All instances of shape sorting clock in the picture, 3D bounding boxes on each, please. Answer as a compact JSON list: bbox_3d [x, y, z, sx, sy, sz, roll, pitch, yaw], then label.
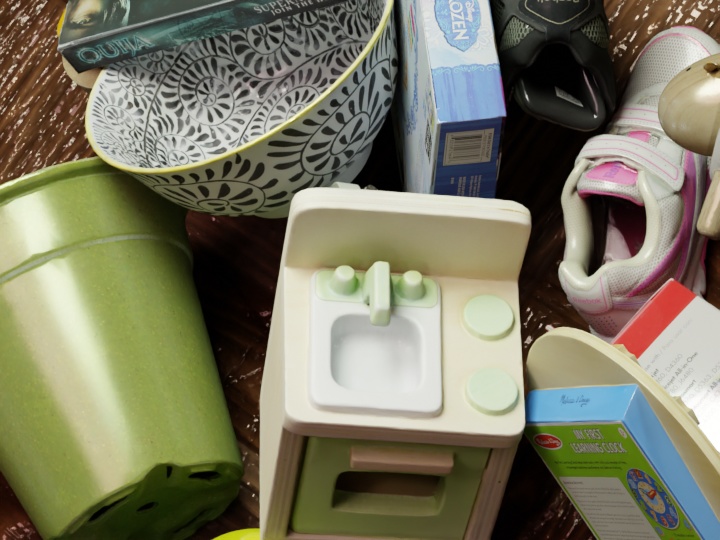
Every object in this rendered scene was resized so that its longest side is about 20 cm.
[{"bbox_3d":[0.153,0.114,1.541,0.039,0.200,0.200,-38,50,-17],"label":"shape sorting clock"}]

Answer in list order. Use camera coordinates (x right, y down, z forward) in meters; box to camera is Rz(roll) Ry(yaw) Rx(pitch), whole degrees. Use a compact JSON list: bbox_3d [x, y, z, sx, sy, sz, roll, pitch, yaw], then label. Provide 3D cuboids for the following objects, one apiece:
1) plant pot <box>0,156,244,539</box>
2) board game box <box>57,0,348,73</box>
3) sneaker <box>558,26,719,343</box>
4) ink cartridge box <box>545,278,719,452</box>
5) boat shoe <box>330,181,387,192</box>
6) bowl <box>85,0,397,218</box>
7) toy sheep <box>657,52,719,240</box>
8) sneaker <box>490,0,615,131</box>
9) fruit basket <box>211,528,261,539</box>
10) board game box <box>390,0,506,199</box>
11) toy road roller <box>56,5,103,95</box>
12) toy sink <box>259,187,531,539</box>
[{"bbox_3d":[-0.158,0.065,1.767,0.200,0.200,0.190,-33,66,14],"label":"plant pot"},{"bbox_3d":[-0.078,-0.195,1.754,0.199,0.028,0.136,-13,48,26],"label":"board game box"},{"bbox_3d":[0.163,-0.051,1.675,0.081,0.088,0.201,0,67,31],"label":"sneaker"},{"bbox_3d":[0.199,0.082,1.566,0.067,0.116,0.200,-46,52,-9],"label":"ink cartridge box"},{"bbox_3d":[0.000,0.000,1.710,0.060,0.201,0.072,5,77,-8],"label":"boat shoe"},{"bbox_3d":[-0.051,-0.094,1.735,0.200,0.094,0.201,-21,36,16],"label":"bowl"},{"bbox_3d":[0.256,-0.064,1.605,0.199,0.138,0.138,19,76,7],"label":"toy sheep"},{"bbox_3d":[0.101,-0.132,1.708,0.076,0.199,0.115,1,86,-5],"label":"sneaker"},{"bbox_3d":[-0.089,0.215,1.673,0.215,0.155,0.217,-10,75,40],"label":"fruit basket"},{"bbox_3d":[0.045,-0.115,1.714,0.043,0.200,0.200,-5,61,-6],"label":"board game box"},{"bbox_3d":[-0.077,-0.170,1.856,0.146,0.123,0.200,26,81,36],"label":"toy road roller"},{"bbox_3d":[0.018,0.062,1.608,0.130,0.200,0.112,4,54,-7],"label":"toy sink"}]
